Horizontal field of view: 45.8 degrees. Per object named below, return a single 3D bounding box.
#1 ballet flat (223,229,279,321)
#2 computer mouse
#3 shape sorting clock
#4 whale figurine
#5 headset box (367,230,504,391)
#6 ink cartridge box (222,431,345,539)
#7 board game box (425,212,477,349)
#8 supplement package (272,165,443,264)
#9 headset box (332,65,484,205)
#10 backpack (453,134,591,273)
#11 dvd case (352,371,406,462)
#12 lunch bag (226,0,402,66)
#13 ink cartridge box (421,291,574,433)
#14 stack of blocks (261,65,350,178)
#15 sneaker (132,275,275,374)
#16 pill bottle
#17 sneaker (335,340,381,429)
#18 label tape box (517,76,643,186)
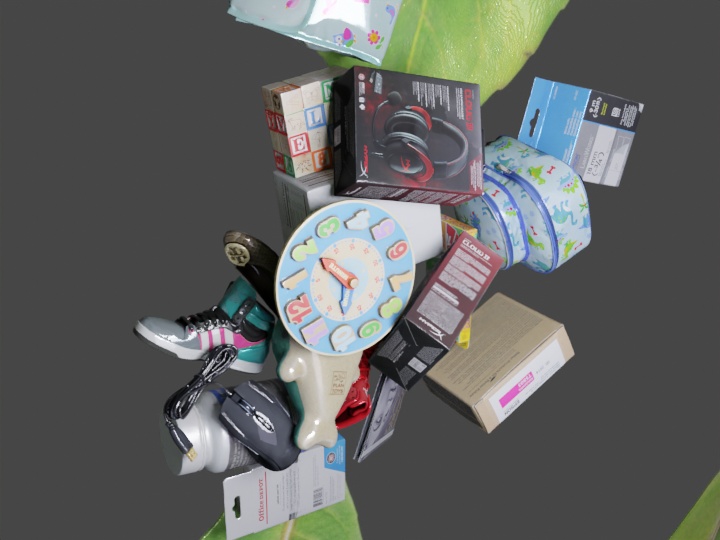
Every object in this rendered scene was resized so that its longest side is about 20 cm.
[{"bbox_3d":[-0.127,0.021,1.169,0.200,0.067,0.046,56,50,-40],"label":"ballet flat"},{"bbox_3d":[-0.159,0.207,1.103,0.140,0.046,0.200,-43,112,-24],"label":"computer mouse"},{"bbox_3d":[-0.015,0.011,1.057,0.200,0.039,0.201,-9,110,-25],"label":"shape sorting clock"},{"bbox_3d":[-0.068,0.137,1.148,0.159,0.104,0.201,8,84,-53],"label":"whale figurine"},{"bbox_3d":[0.109,0.049,1.183,0.075,0.149,0.200,36,56,1],"label":"headset box"},{"bbox_3d":[-0.125,0.316,1.289,0.200,0.068,0.116,-12,115,-29],"label":"ink cartridge box"},{"bbox_3d":[0.137,0.019,1.321,0.030,0.095,0.201,-15,116,-29],"label":"board game box"},{"bbox_3d":[-0.001,-0.078,1.182,0.200,0.111,0.156,-19,118,-24],"label":"supplement package"},{"bbox_3d":[0.070,-0.166,1.084,0.199,0.075,0.149,3,81,-24],"label":"headset box"},{"bbox_3d":[0.238,-0.087,1.278,0.147,0.200,0.183,-33,124,-18],"label":"backpack"},{"bbox_3d":[0.049,0.190,1.333,0.149,0.016,0.200,-11,121,-69],"label":"dvd case"},{"bbox_3d":[-0.050,-0.358,1.033,0.200,0.122,0.171,13,104,-28],"label":"lunch bag"},{"bbox_3d":[0.216,0.144,1.381,0.200,0.165,0.075,-38,125,-14],"label":"ink cartridge box"},{"bbox_3d":[-0.023,-0.213,1.145,0.200,0.059,0.115,-22,119,-24],"label":"stack of blocks"},{"bbox_3d":[-0.192,0.061,1.131,0.200,0.084,0.121,19,100,-40],"label":"sneaker"},{"bbox_3d":[-0.170,0.217,1.190,0.200,0.114,0.114,-7,112,-32],"label":"pill bottle"},{"bbox_3d":[0.005,0.152,1.276,0.078,0.115,0.200,30,91,-37],"label":"sneaker"},{"bbox_3d":[0.355,-0.222,1.386,0.200,0.063,0.145,4,106,-35],"label":"label tape box"}]
